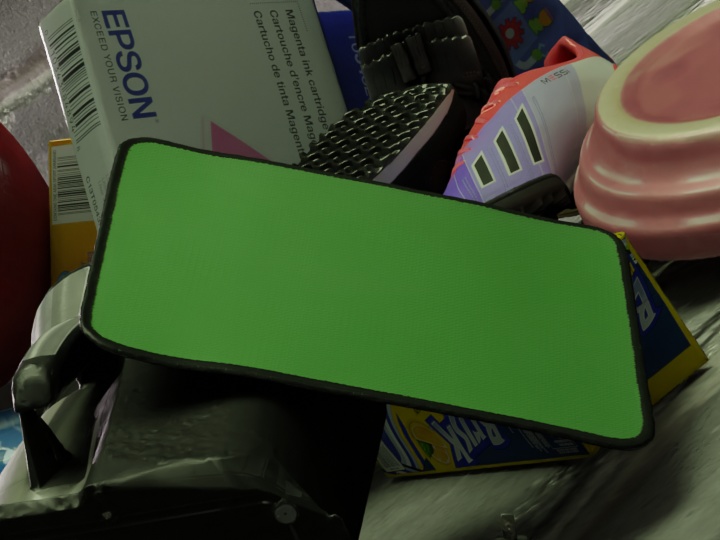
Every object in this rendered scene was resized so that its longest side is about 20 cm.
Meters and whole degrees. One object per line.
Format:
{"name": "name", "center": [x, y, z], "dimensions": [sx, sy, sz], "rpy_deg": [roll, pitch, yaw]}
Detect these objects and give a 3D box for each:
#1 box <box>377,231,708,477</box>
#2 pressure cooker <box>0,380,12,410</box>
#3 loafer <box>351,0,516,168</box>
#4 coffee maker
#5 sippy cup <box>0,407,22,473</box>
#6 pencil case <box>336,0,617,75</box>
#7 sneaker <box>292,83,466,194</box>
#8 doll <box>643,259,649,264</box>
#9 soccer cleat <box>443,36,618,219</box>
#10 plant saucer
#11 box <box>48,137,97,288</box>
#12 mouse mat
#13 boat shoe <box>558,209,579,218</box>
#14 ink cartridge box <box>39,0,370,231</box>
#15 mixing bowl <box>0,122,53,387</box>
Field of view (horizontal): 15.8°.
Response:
{"name": "box", "center": [0.057, 0.039, 1.082], "dimensions": [0.070, 0.064, 0.200], "rpy_deg": [-37, 9, -22]}
{"name": "pressure cooker", "center": [-0.210, 0.089, 1.442], "dimensions": [0.176, 0.199, 0.179], "rpy_deg": [-58, -6, -40]}
{"name": "loafer", "center": [0.049, -0.065, 1.298], "dimensions": [0.072, 0.201, 0.063], "rpy_deg": [-17, 23, 16]}
{"name": "coffee maker", "center": [-0.039, 0.076, 0.924], "dimensions": [0.200, 0.191, 0.135], "rpy_deg": [-80, 2, -61]}
{"name": "sippy cup", "center": [-0.143, 0.118, 1.242], "dimensions": [0.130, 0.140, 0.178], "rpy_deg": [-24, 51, 0]}
{"name": "pencil case", "center": [0.056, -0.127, 1.350], "dimensions": [0.087, 0.200, 0.078], "rpy_deg": [-52, 22, -15]}
{"name": "sneaker", "center": [0.000, 0.000, 1.222], "dimensions": [0.070, 0.090, 0.200], "rpy_deg": [-4, 41, 44]}
{"name": "doll", "center": [0.156, -0.043, 1.234], "dimensions": [0.200, 0.049, 0.136], "rpy_deg": [-42, 12, -31]}
{"name": "soccer cleat", "center": [0.074, -0.054, 1.241], "dimensions": [0.200, 0.073, 0.068], "rpy_deg": [-34, -13, -48]}
{"name": "plant saucer", "center": [0.183, -0.079, 1.148], "dimensions": [0.200, 0.051, 0.201], "rpy_deg": [-23, 23, 10]}
{"name": "box", "center": [-0.098, 0.004, 1.345], "dimensions": [0.041, 0.120, 0.200], "rpy_deg": [-5, -9, 20]}
{"name": "mouse mat", "center": [0.004, 0.005, 0.923], "dimensions": [0.161, 0.199, 0.008], "rpy_deg": [-87, 9, -62]}
{"name": "boat shoe", "center": [0.174, -0.096, 1.417], "dimensions": [0.200, 0.068, 0.072], "rpy_deg": [-31, 8, 24]}
{"name": "ink cartridge box", "center": [-0.042, -0.045, 1.275], "dimensions": [0.199, 0.197, 0.043], "rpy_deg": [-9, -16, -35]}
{"name": "mixing bowl", "center": [-0.222, -0.003, 1.304], "dimensions": [0.200, 0.201, 0.108], "rpy_deg": [-29, -30, 31]}
